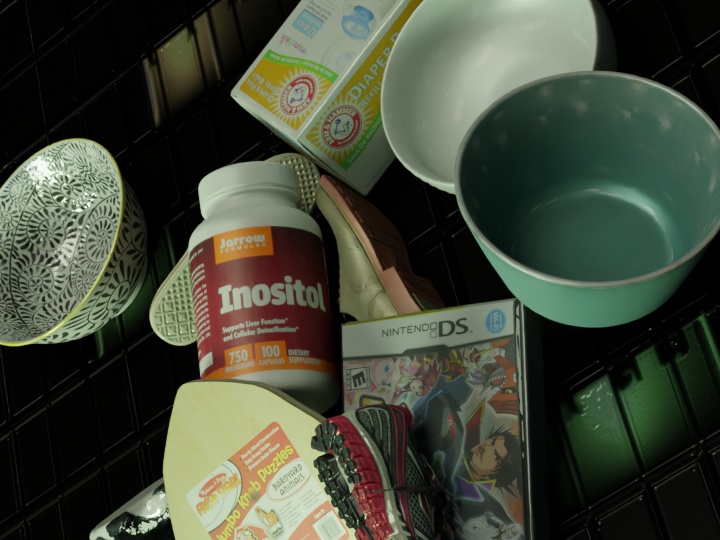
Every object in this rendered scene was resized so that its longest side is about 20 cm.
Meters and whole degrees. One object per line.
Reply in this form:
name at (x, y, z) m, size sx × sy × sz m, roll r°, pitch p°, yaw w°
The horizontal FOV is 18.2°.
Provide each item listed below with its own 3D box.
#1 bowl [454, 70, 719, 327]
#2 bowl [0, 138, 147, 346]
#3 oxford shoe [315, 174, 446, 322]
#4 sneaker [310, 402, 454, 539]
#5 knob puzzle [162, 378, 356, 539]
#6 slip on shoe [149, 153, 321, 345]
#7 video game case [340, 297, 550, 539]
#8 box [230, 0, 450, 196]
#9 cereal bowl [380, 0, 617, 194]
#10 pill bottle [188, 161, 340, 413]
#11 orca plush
bowl at (0.169, -0.038, 1.633) m, size 0.200 × 0.105 × 0.201 m, roll -3°, pitch 53°, yaw 3°
bowl at (-0.257, -0.011, 2.049) m, size 0.201 × 0.094 × 0.201 m, roll -20°, pitch 57°, yaw 34°
oxford shoe at (0.000, 0.000, 1.826) m, size 0.074 × 0.071 × 0.200 m, roll -47°, pitch 45°, yaw 18°
sneaker at (0.038, 0.191, 1.651) m, size 0.081 × 0.075 × 0.200 m, roll -36°, pitch 74°, yaw 60°
knob puzzle at (-0.078, 0.169, 1.765) m, size 0.219 × 0.030 × 0.220 m, roll 10°, pitch 108°, yaw 34°
slip on shoe at (-0.110, -0.021, 1.943) m, size 0.200 × 0.074 × 0.061 m, roll -51°, pitch 8°, yaw 1°
video game case at (0.061, 0.129, 1.699) m, size 0.181 × 0.025 × 0.200 m, roll -9°, pitch 78°, yaw 39°
box at (0.006, -0.182, 1.879) m, size 0.200 × 0.101 × 0.112 m, roll -52°, pitch 44°, yaw 0°
cereal bowl at (0.120, -0.144, 1.776) m, size 0.200 × 0.083 × 0.200 m, roll -16°, pitch 61°, yaw 32°
pill bottle at (-0.082, 0.018, 1.838) m, size 0.113 × 0.113 × 0.200 m, roll -22°, pitch 66°, yaw 33°
orca plush at (-0.140, 0.199, 1.873) m, size 0.200 × 0.071 × 0.105 m, roll -37°, pitch 3°, yaw 17°
